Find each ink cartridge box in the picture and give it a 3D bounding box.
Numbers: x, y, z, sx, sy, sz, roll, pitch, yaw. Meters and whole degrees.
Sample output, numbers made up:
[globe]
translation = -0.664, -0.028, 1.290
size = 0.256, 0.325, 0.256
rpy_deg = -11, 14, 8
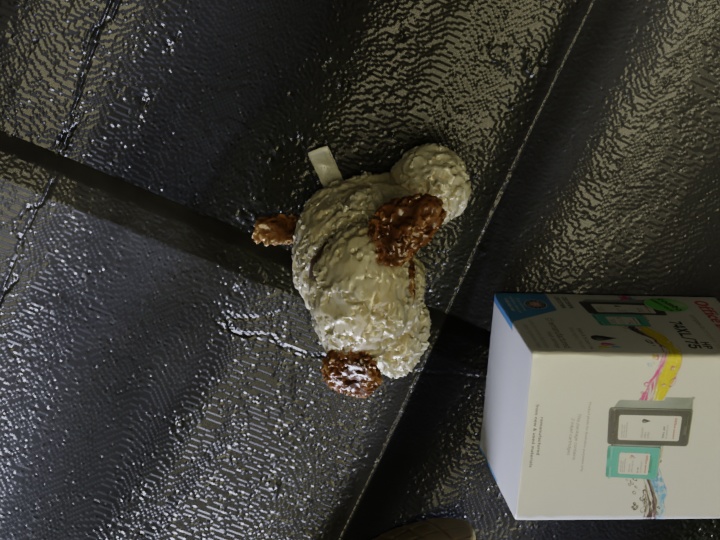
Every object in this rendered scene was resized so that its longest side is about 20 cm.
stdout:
[ink cartridge box]
translation = 0.214, 0.110, 1.552
size = 0.198, 0.147, 0.147
rpy_deg = 1, 108, -9

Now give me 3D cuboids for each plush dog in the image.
[plush dog]
translation = 0.000, 0.000, 1.468
size = 0.159, 0.172, 0.201
rpy_deg = 12, 108, -12

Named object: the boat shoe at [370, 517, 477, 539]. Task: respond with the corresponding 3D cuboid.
[boat shoe]
translation = 0.017, 0.280, 1.624
size = 0.199, 0.072, 0.068
rpy_deg = -28, 116, 8
